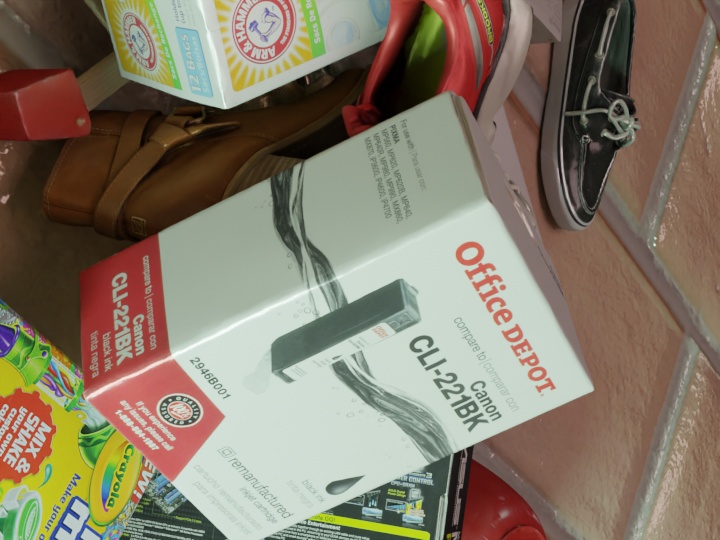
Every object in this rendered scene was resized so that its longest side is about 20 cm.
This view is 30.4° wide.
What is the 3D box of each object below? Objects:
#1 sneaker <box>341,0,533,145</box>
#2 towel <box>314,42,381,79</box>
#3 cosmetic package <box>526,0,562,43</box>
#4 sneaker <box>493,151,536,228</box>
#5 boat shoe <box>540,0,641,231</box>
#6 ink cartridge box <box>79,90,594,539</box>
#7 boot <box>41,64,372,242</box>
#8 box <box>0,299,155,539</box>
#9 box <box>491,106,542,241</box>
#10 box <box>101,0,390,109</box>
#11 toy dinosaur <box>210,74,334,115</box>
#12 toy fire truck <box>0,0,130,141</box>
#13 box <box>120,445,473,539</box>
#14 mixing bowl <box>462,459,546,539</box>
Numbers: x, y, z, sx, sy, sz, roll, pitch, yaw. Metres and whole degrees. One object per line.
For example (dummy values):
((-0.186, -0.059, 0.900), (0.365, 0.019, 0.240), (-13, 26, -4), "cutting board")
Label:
((0.021, -0.061, 0.671), (0.085, 0.077, 0.201), (-11, 118, -48), "sneaker")
((0.009, -0.178, 0.903), (0.132, 0.034, 0.201), (-31, 118, -44), "towel")
((0.095, -0.231, 0.958), (0.200, 0.050, 0.083), (20, 71, -63), "cosmetic package")
((0.070, -0.054, 0.834), (0.078, 0.099, 0.201), (-25, 114, -39), "sneaker")
((0.201, -0.133, 1.116), (0.073, 0.068, 0.201), (13, 83, -50), "boat shoe")
((-0.009, 0.028, 0.623), (0.145, 0.199, 0.084), (54, 14, -42), "ink cartridge box")
((-0.072, -0.071, 0.732), (0.200, 0.154, 0.074), (-62, 156, -61), "boot")
((-0.221, 0.106, 0.573), (0.193, 0.121, 0.201), (50, 56, -42), "box")
((0.076, -0.012, 0.951), (0.144, 0.036, 0.201), (-44, 124, -38), "box")
((-0.031, -0.174, 0.683), (0.199, 0.101, 0.113), (-29, 122, -31), "box")
((-0.055, -0.111, 0.810), (0.101, 0.058, 0.202), (1, 92, -50), "toy dinosaur")
((-0.134, -0.158, 0.714), (0.200, 0.048, 0.142), (-31, 118, -47), "toy fire truck")
((-0.046, 0.152, 0.729), (0.044, 0.199, 0.161), (24, 73, -70), "box")
((0.068, 0.222, 0.950), (0.199, 0.108, 0.202), (-7, 100, -50), "mixing bowl")
